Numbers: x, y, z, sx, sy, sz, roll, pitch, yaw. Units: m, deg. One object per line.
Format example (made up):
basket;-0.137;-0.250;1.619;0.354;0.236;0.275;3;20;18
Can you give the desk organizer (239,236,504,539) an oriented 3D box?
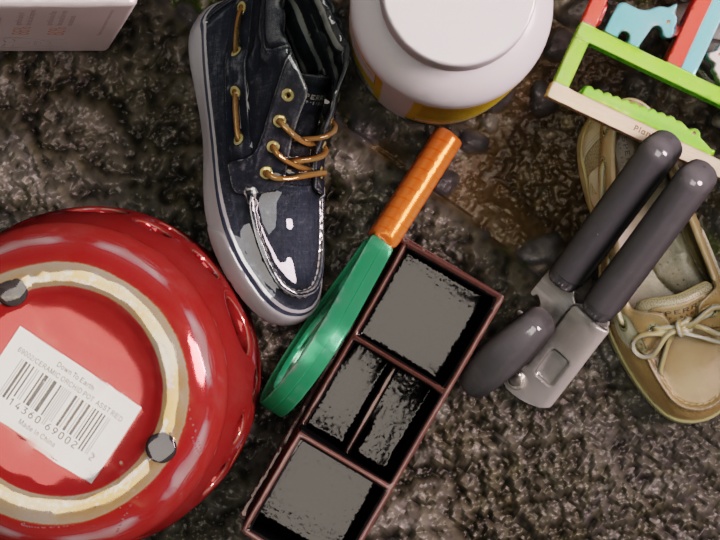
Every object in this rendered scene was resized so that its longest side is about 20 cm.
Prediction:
desk organizer;0.006;0.083;1.061;0.071;0.077;0.201;30;89;-1

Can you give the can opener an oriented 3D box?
can opener;0.134;0.008;1.039;0.053;0.066;0.200;42;120;12

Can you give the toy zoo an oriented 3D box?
toy zoo;0.206;-0.164;1.024;0.131;0.020;0.201;24;93;0

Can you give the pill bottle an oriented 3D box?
pill bottle;0.049;-0.144;1.001;0.111;0.200;0.113;0;90;-1

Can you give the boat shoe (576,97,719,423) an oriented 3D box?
boat shoe;0.180;-0.004;1.071;0.073;0.063;0.202;-12;90;-1

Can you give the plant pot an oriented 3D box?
plant pot;-0.156;0.060;1.009;0.199;0.182;0.202;0;88;-3

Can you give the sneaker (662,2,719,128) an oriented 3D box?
sneaker;0.234;-0.179;1.069;0.115;0.075;0.201;-2;91;1

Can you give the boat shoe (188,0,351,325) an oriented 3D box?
boat shoe;-0.045;-0.073;1.035;0.071;0.091;0.201;-6;79;-41

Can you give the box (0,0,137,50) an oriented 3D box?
box;-0.234;-0.187;1.000;0.199;0.152;0.107;-2;88;-15

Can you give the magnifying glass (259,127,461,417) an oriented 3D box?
magnifying glass;0.000;0.000;1.069;0.022;0.080;0.200;36;79;-7
